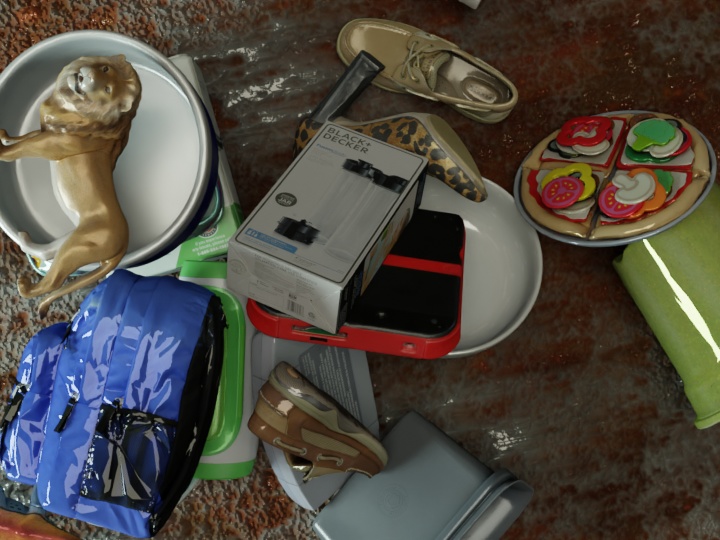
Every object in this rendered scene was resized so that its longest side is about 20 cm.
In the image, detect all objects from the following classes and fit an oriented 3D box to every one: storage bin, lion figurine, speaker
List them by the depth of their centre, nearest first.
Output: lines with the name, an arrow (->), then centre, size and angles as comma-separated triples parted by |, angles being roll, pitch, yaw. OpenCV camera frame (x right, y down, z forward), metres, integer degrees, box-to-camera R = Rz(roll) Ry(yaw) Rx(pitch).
lion figurine -> -0.224, -0.067, 0.842 | 0.121, 0.072, 0.203 | -10, 103, -7
speaker -> -0.136, 0.093, 1.003 | 0.087, 0.088, 0.203 | 2, 90, -1
storage bin -> 0.058, 0.247, 1.055 | 0.200, 0.146, 0.134 | -48, 63, -1

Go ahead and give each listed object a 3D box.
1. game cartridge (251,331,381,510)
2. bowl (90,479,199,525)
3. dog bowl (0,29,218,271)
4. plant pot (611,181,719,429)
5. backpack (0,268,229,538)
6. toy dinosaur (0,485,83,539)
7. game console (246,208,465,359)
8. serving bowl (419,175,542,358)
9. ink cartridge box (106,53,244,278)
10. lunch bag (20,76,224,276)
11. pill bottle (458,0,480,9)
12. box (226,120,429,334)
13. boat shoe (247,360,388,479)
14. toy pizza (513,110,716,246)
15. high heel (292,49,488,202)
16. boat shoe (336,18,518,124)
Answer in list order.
game cartridge -> -0.043, 0.125, 1.021 | 0.040, 0.133, 0.202 | 11, 122, 37
bowl -> -0.248, 0.142, 1.030 | 0.199, 0.104, 0.204 | -2, 92, -43
dog bowl -> -0.224, -0.100, 0.908 | 0.197, 0.079, 0.203 | 0, 88, 0
plant pot -> 0.355, 0.022, 1.038 | 0.200, 0.200, 0.185 | -38, 79, -1
backpack -> -0.201, 0.098, 0.879 | 0.166, 0.162, 0.202 | 18, 89, -8
toy dinosaur -> -0.348, 0.264, 1.036 | 0.180, 0.199, 0.106 | 20, 107, 30
game console -> 0.000, 0.000, 0.990 | 0.197, 0.031, 0.178 | 8, 45, 0
serving bowl -> 0.083, -0.001, 1.067 | 0.197, 0.066, 0.202 | 0, 68, 0
ink cartridge box -> -0.207, -0.099, 1.066 | 0.145, 0.083, 0.202 | -16, 91, 0
lunch bag -> -0.230, -0.092, 0.987 | 0.198, 0.077, 0.162 | -20, 88, 0
pill bottle -> 0.053, -0.352, 1.061 | 0.199, 0.109, 0.109 | 31, 89, -1
box -> -0.027, -0.046, 0.967 | 0.116, 0.061, 0.200 | 23, 46, 14
boat shoe -> -0.041, 0.151, 0.957 | 0.072, 0.200, 0.076 | -50, 49, -5
toy pizza -> 0.248, -0.101, 1.035 | 0.198, 0.201, 0.032 | -24, 131, -1
high heel -> 0.025, -0.105, 1.062 | 0.200, 0.071, 0.143 | 46, 112, 12
boat shoe -> 0.070, -0.211, 1.081 | 0.198, 0.065, 0.073 | 24, 89, 0
